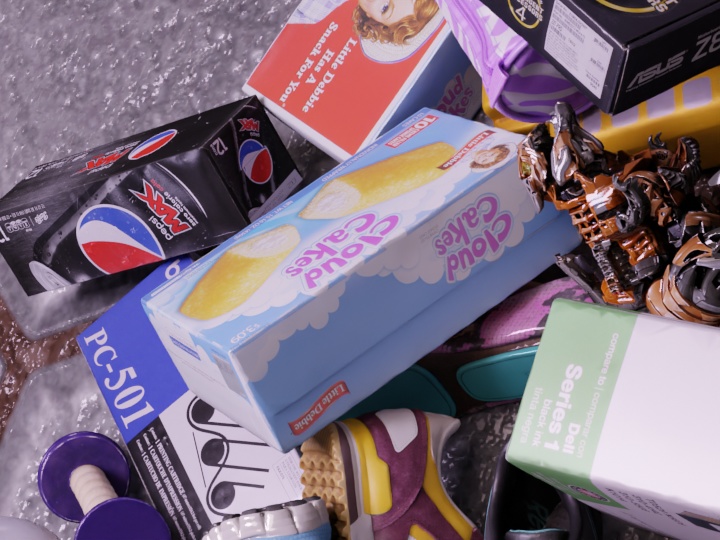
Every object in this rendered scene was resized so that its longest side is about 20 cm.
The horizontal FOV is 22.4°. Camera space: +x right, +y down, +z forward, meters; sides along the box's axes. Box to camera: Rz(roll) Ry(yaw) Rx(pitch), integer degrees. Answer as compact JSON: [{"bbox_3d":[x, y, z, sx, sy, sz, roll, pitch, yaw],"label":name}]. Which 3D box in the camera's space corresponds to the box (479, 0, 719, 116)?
[{"bbox_3d":[0.120,-0.175,0.896,0.161,0.049,0.200,-24,54,-27],"label":"box"}]

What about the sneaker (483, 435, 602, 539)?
[{"bbox_3d":[0.083,0.171,0.872,0.075,0.079,0.200,-8,55,9],"label":"sneaker"}]

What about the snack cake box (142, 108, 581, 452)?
[{"bbox_3d":[0.000,0.000,0.958,0.200,0.067,0.115,-35,26,-18],"label":"snack cake box"}]

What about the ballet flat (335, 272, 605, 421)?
[{"bbox_3d":[0.050,0.044,0.989,0.200,0.069,0.071,-16,43,24],"label":"ballet flat"}]

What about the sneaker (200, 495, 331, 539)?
[{"bbox_3d":[-0.063,0.194,0.938,0.090,0.078,0.200,69,151,23],"label":"sneaker"}]

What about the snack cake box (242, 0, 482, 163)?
[{"bbox_3d":[0.035,-0.153,1.079,0.115,0.067,0.200,37,92,37],"label":"snack cake box"}]

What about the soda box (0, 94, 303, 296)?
[{"bbox_3d":[-0.138,-0.044,1.119,0.200,0.063,0.071,-14,25,37],"label":"soda box"}]

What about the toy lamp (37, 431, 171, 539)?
[{"bbox_3d":[-0.150,0.130,1.031,0.058,0.058,0.200,-60,16,-3],"label":"toy lamp"}]

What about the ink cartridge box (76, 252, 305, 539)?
[{"bbox_3d":[-0.090,0.088,1.070,0.094,0.044,0.200,-40,53,11],"label":"ink cartridge box"}]

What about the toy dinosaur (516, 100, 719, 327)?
[{"bbox_3d":[0.173,-0.016,0.888,0.136,0.200,0.102,-50,16,31],"label":"toy dinosaur"}]

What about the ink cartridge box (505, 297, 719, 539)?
[{"bbox_3d":[0.191,0.086,0.815,0.200,0.146,0.084,12,78,38],"label":"ink cartridge box"}]

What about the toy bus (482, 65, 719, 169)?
[{"bbox_3d":[0.166,-0.095,0.966,0.200,0.065,0.078,-14,64,28],"label":"toy bus"}]

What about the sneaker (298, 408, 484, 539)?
[{"bbox_3d":[0.027,0.171,0.936,0.075,0.090,0.200,174,90,-68],"label":"sneaker"}]

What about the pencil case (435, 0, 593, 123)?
[{"bbox_3d":[0.065,-0.166,0.965,0.200,0.085,0.084,59,140,36],"label":"pencil case"}]

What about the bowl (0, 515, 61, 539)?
[{"bbox_3d":[-0.179,0.223,1.014,0.090,0.201,0.201,-7,55,-18],"label":"bowl"}]
